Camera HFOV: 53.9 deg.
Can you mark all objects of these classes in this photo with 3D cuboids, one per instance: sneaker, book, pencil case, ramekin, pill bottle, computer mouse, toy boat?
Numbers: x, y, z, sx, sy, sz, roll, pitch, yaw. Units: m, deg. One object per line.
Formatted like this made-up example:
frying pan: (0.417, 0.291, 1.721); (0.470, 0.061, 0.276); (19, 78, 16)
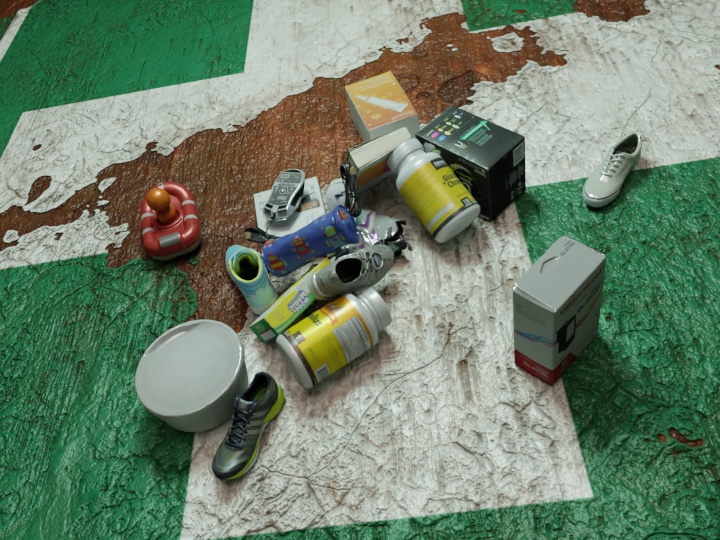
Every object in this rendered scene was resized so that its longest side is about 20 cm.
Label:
sneaker: (-0.199, 0.257, 1.201); (0.073, 0.081, 0.201); (8, 51, 20)
sneaker: (0.035, -0.043, 1.416); (0.139, 0.078, 0.201); (9, 52, 22)
book: (0.033, -0.224, 1.507); (0.133, 0.200, 0.048); (-27, 80, -12)
pencil case: (-0.096, -0.055, 1.361); (0.199, 0.079, 0.087); (-24, 6, 25)
sneaker: (0.000, 0.000, 1.305); (0.199, 0.082, 0.075); (-28, 89, -40)
ramekin: (-0.293, 0.195, 1.271); (0.200, 0.095, 0.204); (-7, 48, 8)
sneaker: (0.517, -0.213, 1.458); (0.073, 0.071, 0.200); (23, 58, 30)
pill bottle: (-0.044, 0.115, 1.272); (0.199, 0.110, 0.109); (-32, 49, -16)
computer mouse: (-0.042, -0.150, 1.461); (0.043, 0.200, 0.111); (-7, 87, -13)
toy boat: (-0.433, -0.130, 1.568); (0.129, 0.131, 0.201); (-18, 47, -4)
sneaker: (-0.232, -0.016, 1.420); (0.079, 0.131, 0.200); (-31, 49, -12)
computer mouse: (-0.166, -0.130, 1.501); (0.109, 0.044, 0.201); (7, 57, 26)
pill bottle: (0.142, -0.164, 1.428); (0.112, 0.112, 0.201); (-33, 78, -17)

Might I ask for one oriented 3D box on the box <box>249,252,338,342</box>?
box: (-0.117, 0.048, 1.349); (0.048, 0.117, 0.200); (46, 65, -7)

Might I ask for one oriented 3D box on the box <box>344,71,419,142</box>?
box: (0.053, -0.369, 1.689); (0.123, 0.098, 0.201); (-19, 48, -5)

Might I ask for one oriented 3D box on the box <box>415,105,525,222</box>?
box: (0.231, -0.227, 1.485); (0.124, 0.149, 0.199); (-40, 52, -22)

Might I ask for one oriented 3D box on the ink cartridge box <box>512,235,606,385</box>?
ink cartridge box: (0.325, 0.068, 1.164); (0.083, 0.201, 0.146); (32, 62, 35)

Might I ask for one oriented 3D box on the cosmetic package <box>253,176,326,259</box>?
cosmetic package: (-0.146, -0.106, 1.536); (0.149, 0.052, 0.201); (-17, 47, 2)
